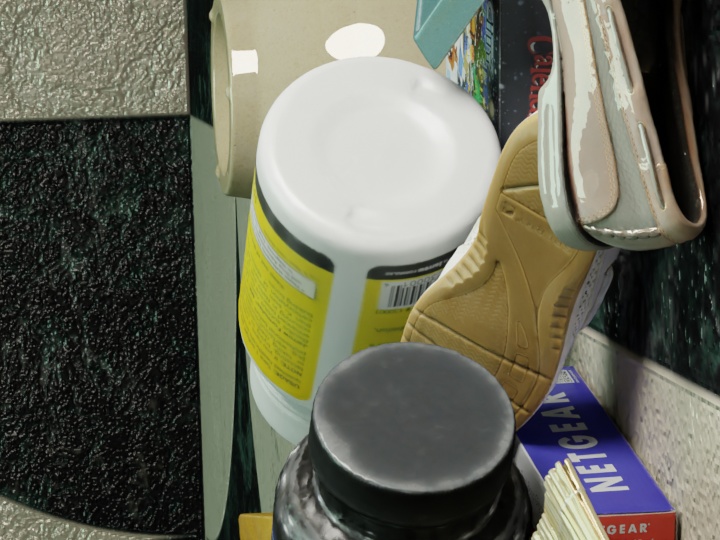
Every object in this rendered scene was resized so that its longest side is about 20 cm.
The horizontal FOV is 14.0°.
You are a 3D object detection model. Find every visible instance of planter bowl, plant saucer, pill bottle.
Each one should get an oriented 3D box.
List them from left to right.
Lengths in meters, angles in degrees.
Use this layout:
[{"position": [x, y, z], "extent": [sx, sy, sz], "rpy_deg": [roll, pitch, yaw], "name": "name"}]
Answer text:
[{"position": [-0.018, -0.105, 1.702], "extent": [0.200, 0.134, 0.201], "rpy_deg": [178, 90, -82], "name": "planter bowl"}, {"position": [0.000, 0.000, 1.407], "extent": [0.200, 0.114, 0.115], "rpy_deg": [101, 164, -55], "name": "pill bottle"}, {"position": [0.015, 0.129, 1.272], "extent": [0.200, 0.112, 0.112], "rpy_deg": [95, 169, -45], "name": "pill bottle"}, {"position": [0.051, -0.183, 1.379], "extent": [0.070, 0.019, 0.200], "rpy_deg": [-55, 20, 41], "name": "plant saucer"}]

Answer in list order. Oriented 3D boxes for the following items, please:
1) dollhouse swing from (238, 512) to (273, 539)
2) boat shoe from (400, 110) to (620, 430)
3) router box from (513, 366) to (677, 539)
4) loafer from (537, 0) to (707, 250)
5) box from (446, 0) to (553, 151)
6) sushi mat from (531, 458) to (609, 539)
[{"position": [0.012, 0.230, 1.550], "extent": [0.176, 0.181, 0.201], "rpy_deg": [28, -120, -87], "name": "dollhouse swing"}, {"position": [0.078, 0.000, 1.265], "extent": [0.069, 0.071, 0.200], "rpy_deg": [-41, -16, -46], "name": "boat shoe"}, {"position": [0.092, 0.158, 1.310], "extent": [0.200, 0.049, 0.180], "rpy_deg": [-117, 26, -71], "name": "router box"}, {"position": [0.106, -0.107, 1.134], "extent": [0.063, 0.072, 0.201], "rpy_deg": [3, 100, 42], "name": "loafer"}, {"position": [0.071, -0.080, 1.424], "extent": [0.137, 0.038, 0.200], "rpy_deg": [-119, 28, -73], "name": "box"}, {"position": [0.110, 0.175, 1.130], "extent": [0.096, 0.012, 0.200], "rpy_deg": [97, 151, -54], "name": "sushi mat"}]
